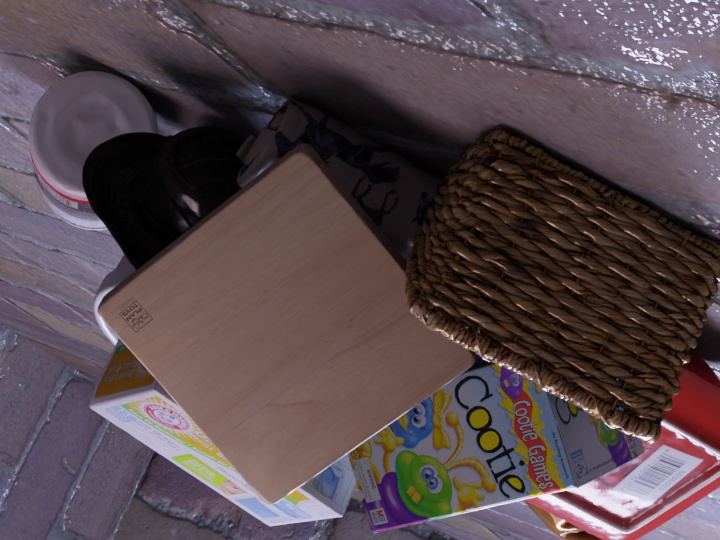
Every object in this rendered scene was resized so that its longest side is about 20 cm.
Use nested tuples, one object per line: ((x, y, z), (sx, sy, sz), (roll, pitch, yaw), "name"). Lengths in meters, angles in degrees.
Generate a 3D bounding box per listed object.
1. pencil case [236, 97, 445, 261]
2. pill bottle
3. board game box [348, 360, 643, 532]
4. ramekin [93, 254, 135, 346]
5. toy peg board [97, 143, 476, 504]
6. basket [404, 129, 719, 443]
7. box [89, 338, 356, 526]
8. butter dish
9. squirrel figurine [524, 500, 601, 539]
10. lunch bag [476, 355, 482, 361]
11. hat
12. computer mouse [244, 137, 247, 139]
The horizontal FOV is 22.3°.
((0.004, -0.057, 1.383), (0.199, 0.078, 0.089), (27, 157, -9), "pencil case")
((-0.234, -0.097, 1.616), (0.110, 0.111, 0.200), (26, 168, -2), "pill bottle")
((0.097, 0.124, 1.404), (0.199, 0.104, 0.104), (-20, 177, 39), "board game box")
((-0.118, 0.026, 1.562), (0.198, 0.106, 0.201), (18, 153, 10), "ramekin")
((-0.049, 0.028, 1.342), (0.200, 0.199, 0.098), (50, -162, -14), "toy peg board")
((0.129, 0.018, 1.277), (0.199, 0.150, 0.143), (26, 168, -9), "basket")
((-0.098, 0.110, 1.468), (0.199, 0.102, 0.112), (36, 151, -24), "box")
((0.217, 0.111, 1.537), (0.199, 0.149, 0.200), (29, 127, -30), "butter dish")
((0.197, 0.175, 1.851), (0.198, 0.142, 0.187), (19, 161, 15), "squirrel figurine")
((0.051, 0.067, 1.683), (0.199, 0.133, 0.136), (16, 165, 34), "lunch bag")
((-0.112, -0.062, 1.426), (0.199, 0.081, 0.201), (26, -147, -18), "hat")
((-0.110, -0.058, 1.612), (0.139, 0.046, 0.200), (0, 158, -22), "computer mouse")
